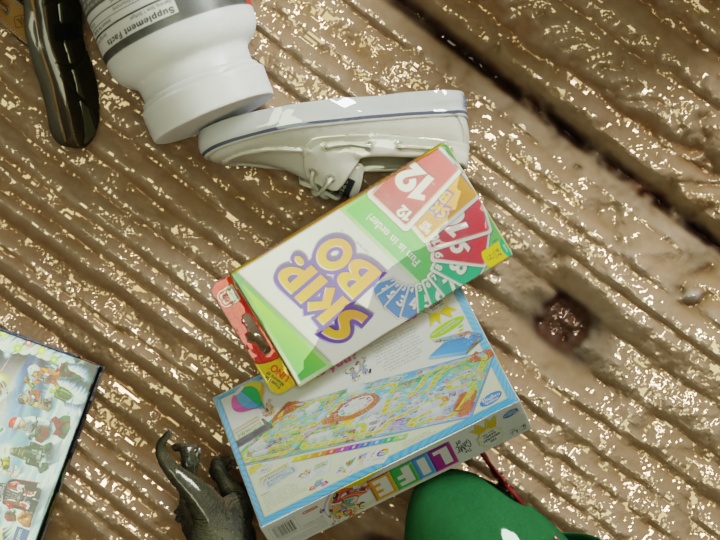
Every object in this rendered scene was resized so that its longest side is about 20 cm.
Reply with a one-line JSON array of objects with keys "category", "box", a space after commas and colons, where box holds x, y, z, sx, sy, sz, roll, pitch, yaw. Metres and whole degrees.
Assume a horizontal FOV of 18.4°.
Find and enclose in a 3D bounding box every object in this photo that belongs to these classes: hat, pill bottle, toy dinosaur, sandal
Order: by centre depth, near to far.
[{"category": "hat", "box": [0.062, 0.148, 1.546, 0.165, 0.200, 0.176, -26, 102, -19]}, {"category": "toy dinosaur", "box": [-0.100, 0.182, 1.570, 0.077, 0.200, 0.102, -11, 48, -12]}, {"category": "pill bottle", "box": [-0.143, -0.201, 1.604, 0.116, 0.116, 0.200, -23, 87, -2]}, {"category": "sandal", "box": [-0.237, -0.186, 1.631, 0.054, 0.082, 0.201, -9, 93, 20]}]

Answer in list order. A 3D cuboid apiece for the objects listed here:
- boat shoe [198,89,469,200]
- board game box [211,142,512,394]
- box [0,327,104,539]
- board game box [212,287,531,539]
[{"category": "boat shoe", "box": [-0.017, -0.086, 1.624, 0.199, 0.071, 0.070, -6, 83, -8]}, {"category": "board game box", "box": [0.000, 0.000, 1.590, 0.200, 0.030, 0.096, -32, 94, -3]}, {"category": "box", "box": [-0.284, 0.140, 1.615, 0.137, 0.040, 0.200, 19, 86, 1]}, {"category": "board game box", "box": [0.006, 0.101, 1.580, 0.200, 0.034, 0.135, -26, 44, 1]}]
